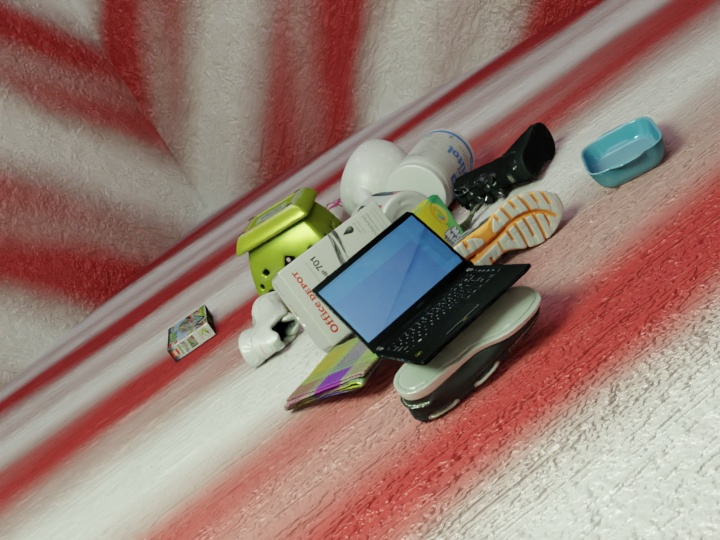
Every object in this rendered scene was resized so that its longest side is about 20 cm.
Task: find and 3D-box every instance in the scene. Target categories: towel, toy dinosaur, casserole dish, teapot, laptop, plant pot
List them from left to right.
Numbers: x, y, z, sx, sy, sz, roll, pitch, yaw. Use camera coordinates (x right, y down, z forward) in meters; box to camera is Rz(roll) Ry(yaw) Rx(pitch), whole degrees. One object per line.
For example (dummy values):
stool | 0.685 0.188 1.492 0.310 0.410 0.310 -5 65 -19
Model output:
plant pot | -0.136 -0.049 1.712 0.199 0.182 0.199 -30 15 15
towel | -0.017 0.131 1.151 0.200 0.023 0.144 -28 12 48
teapot | 0.063 -0.183 1.801 0.145 0.197 0.201 23 81 29
laptop | 0.067 0.012 0.985 0.177 0.104 0.200 -40 14 -18
toy dinosaur | 0.146 -0.061 1.430 0.087 0.048 0.200 -7 26 28
casserole dish | 0.406 -0.180 1.278 0.121 0.039 0.200 -28 16 19

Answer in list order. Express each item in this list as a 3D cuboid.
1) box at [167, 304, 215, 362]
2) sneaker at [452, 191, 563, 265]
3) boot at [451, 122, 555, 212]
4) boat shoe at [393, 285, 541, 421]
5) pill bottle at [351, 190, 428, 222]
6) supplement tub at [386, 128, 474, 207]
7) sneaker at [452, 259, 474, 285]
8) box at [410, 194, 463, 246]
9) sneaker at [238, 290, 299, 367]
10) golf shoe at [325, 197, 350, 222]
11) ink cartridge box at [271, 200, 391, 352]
box | -0.393 0.142 1.921 0.110 0.035 0.200 -35 15 -5
sneaker | 0.208 -0.056 1.232 0.199 0.079 0.077 -30 6 6
boot | 0.267 -0.192 1.552 0.162 0.074 0.198 -25 17 39
boat shoe | 0.127 0.093 0.944 0.199 0.061 0.076 -33 34 -8
pill bottle | 0.055 -0.088 1.557 0.119 0.120 0.200 -36 15 -14
supplement tub | 0.146 -0.195 1.685 0.131 0.132 0.200 -22 19 35
sneaker | 0.100 0.062 1.079 0.115 0.076 0.200 -29 16 27
box | 0.097 -0.028 1.280 0.200 0.118 0.048 -44 12 -34
sneaker | -0.149 0.098 1.507 0.099 0.078 0.201 -21 27 18
golf shoe | -0.039 -0.146 2.029 0.092 0.073 0.200 -28 15 10
ink cartridge box | -0.019 0.010 1.317 0.200 0.147 0.086 -38 0 -18
